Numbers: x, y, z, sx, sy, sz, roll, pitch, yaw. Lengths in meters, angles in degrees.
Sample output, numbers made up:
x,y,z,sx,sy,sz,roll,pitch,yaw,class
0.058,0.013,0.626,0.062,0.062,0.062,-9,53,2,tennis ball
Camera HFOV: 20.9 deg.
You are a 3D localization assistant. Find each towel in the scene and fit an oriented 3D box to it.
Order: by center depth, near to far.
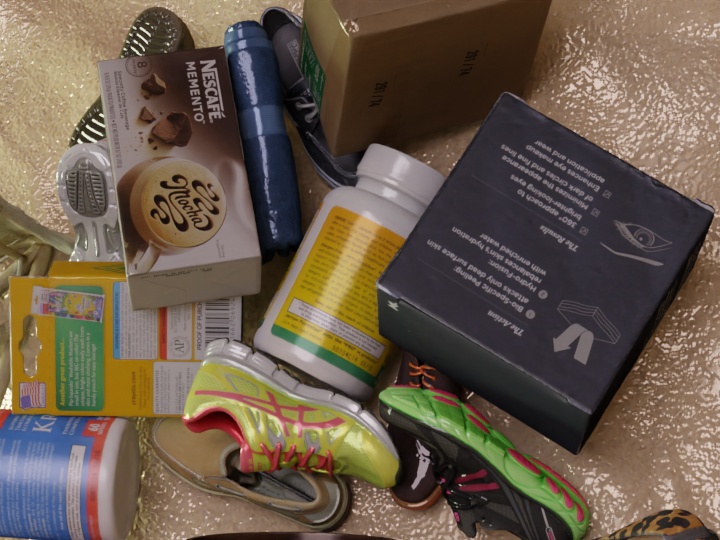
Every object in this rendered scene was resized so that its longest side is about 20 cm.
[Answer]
x,y,z,sx,sy,sz,roll,pitch,yaw,class
-0.084,-0.111,1.702,0.048,0.112,0.202,-8,85,-5,towel

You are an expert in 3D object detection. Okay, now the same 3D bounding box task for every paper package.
x,y,z,sx,sy,sz,roll,pitch,yaw,class
0.049,-0.204,1.628,0.189,0.200,0.104,-15,67,-11,paper package

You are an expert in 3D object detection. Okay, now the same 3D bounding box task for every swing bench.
x,y,z,sx,sy,sz,roll,pitch,yaw,class
-0.367,0.016,1.749,0.129,0.199,0.201,31,86,26,swing bench

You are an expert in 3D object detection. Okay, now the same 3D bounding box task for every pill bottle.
x,y,z,sx,sy,sz,roll,pitch,yaw,class
0.000,0.000,1.659,0.112,0.113,0.201,23,83,26,pill bottle
-0.298,0.177,1.697,0.198,0.112,0.114,3,74,6,pill bottle

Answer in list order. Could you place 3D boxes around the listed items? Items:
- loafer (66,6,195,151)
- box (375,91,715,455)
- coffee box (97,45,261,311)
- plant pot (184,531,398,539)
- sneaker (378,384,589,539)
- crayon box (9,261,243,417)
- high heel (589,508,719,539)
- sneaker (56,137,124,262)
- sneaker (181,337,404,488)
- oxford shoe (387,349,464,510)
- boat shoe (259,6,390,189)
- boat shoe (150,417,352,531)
x,y,z,sx,sy,sz,roll,pitch,yaw,class
-0.206,-0.146,1.813,0.076,0.067,0.201,38,105,27,loafer
0.144,0.003,1.555,0.196,0.118,0.201,31,72,12,box
-0.153,-0.079,1.641,0.112,0.080,0.202,-7,67,-7,coffee box
-0.052,0.319,1.559,0.185,0.187,0.202,0,88,21,plant pot
0.089,0.166,1.567,0.199,0.077,0.084,38,102,2,sneaker
-0.200,0.059,1.683,0.198,0.052,0.127,1,105,-4,crayon box
0.177,0.237,1.496,0.199,0.142,0.072,-26,73,12,high heel
-0.217,-0.026,1.758,0.077,0.099,0.202,12,113,21,sneaker
-0.059,0.139,1.606,0.199,0.078,0.091,25,60,16,sneaker
0.052,0.097,1.630,0.070,0.073,0.202,5,75,22,oxford shoe
-0.036,-0.153,1.745,0.071,0.068,0.201,-29,65,10,boat shoe
-0.103,0.161,1.668,0.198,0.076,0.072,16,81,26,boat shoe
